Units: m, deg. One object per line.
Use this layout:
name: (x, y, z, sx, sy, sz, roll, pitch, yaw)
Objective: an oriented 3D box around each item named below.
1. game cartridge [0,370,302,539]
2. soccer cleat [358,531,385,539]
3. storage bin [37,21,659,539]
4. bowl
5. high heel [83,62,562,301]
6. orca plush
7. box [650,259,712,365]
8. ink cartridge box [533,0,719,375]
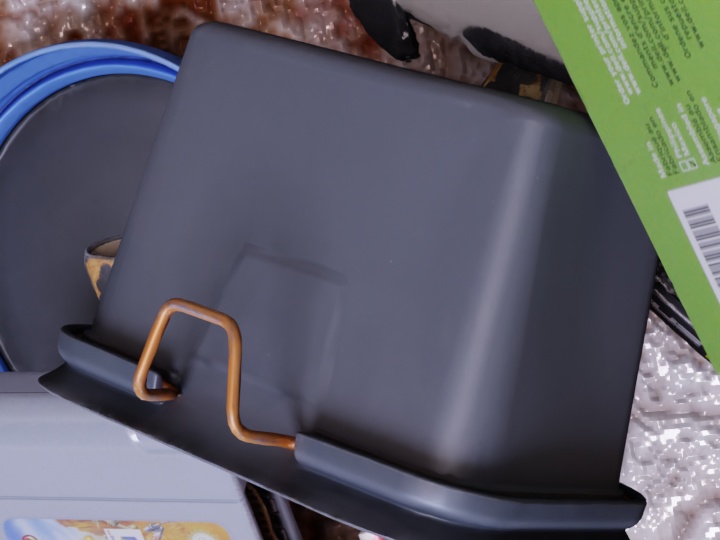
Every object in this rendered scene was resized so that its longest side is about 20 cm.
game cartridge: (-0.084, 0.127, 0.866, 0.132, 0.042, 0.201, -5, 125, 20)
soccer cleat: (0.020, 0.141, 0.819, 0.199, 0.067, 0.077, -33, 104, -16)
storage bin: (0.000, 0.000, 0.677, 0.199, 0.145, 0.136, 17, 95, 39)
bowl: (-0.103, 0.001, 0.895, 0.199, 0.039, 0.203, 5, 101, 23)
high heel: (-0.017, -0.031, 0.792, 0.142, 0.071, 0.201, 29, 114, 0)
orca plush: (0.063, -0.122, 0.734, 0.199, 0.071, 0.106, 22, 119, 34)
box: (0.200, -0.030, 0.707, 0.160, 0.044, 0.200, 42, 87, 5)
ink cartridge box: (0.164, -0.080, 0.644, 0.076, 0.199, 0.149, -15, 105, 54)
